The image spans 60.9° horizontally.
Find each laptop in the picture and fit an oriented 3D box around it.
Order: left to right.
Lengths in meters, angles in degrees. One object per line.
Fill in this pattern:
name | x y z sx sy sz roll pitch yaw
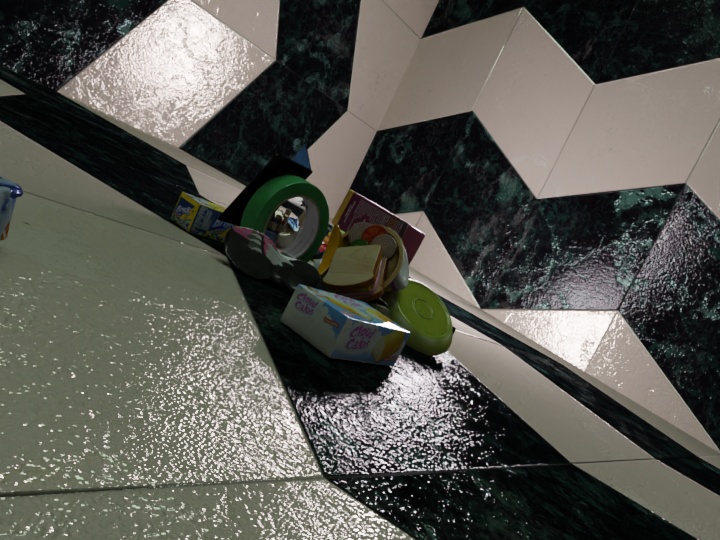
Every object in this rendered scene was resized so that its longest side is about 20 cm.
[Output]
laptop | -0.204 -0.192 1.308 0.117 0.187 0.199 55 19 23

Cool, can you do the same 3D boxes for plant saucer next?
plant saucer | 0.131 0.091 1.345 0.197 0.031 0.203 24 40 -21

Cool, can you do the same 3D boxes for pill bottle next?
pill bottle | 0.000 0.000 1.318 0.195 0.107 0.104 -7 -6 19

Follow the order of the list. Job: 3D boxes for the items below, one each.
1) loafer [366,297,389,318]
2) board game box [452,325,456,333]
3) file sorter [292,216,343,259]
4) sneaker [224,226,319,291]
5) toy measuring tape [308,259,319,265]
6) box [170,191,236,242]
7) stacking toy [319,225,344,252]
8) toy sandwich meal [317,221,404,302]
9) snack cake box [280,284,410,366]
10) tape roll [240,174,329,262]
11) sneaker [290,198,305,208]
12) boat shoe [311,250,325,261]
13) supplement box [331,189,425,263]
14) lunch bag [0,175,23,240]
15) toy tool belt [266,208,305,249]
loafer | 0.029 0.083 1.240 0.074 0.071 0.200 26 6 -14
board game box | 0.119 0.086 1.444 0.197 0.029 0.135 28 5 -17
file sorter | -0.069 -0.034 1.531 0.197 0.126 0.139 26 7 -23
sneaker | -0.180 -0.014 1.184 0.198 0.081 0.086 34 -9 -24
toy measuring tape | -0.099 0.012 1.417 0.196 0.075 0.073 -1 18 -24
box | -0.307 -0.103 1.324 0.069 0.065 0.199 31 6 31
stacking toy | -0.053 -0.110 1.868 0.109 0.203 0.116 21 9 -43
toy sandwich meal | -0.006 -0.025 1.222 0.204 0.205 0.071 32 -18 38
snack cake box | -0.019 0.091 0.983 0.114 0.068 0.199 33 7 33
tape roll | -0.153 -0.092 1.259 0.048 0.203 0.199 32 8 37
sneaker | -0.392 -0.430 3.683 0.197 0.076 0.081 25 15 -27
boat shoe | -0.093 -0.028 1.674 0.197 0.063 0.075 27 7 9
supplement box | 0.047 -0.106 1.567 0.198 0.105 0.130 33 5 27
lunch bag | -0.431 -0.084 0.556 0.158 0.077 0.200 27 5 9
toy tool belt | -0.235 -0.132 1.603 0.197 0.125 0.125 24 6 -27
